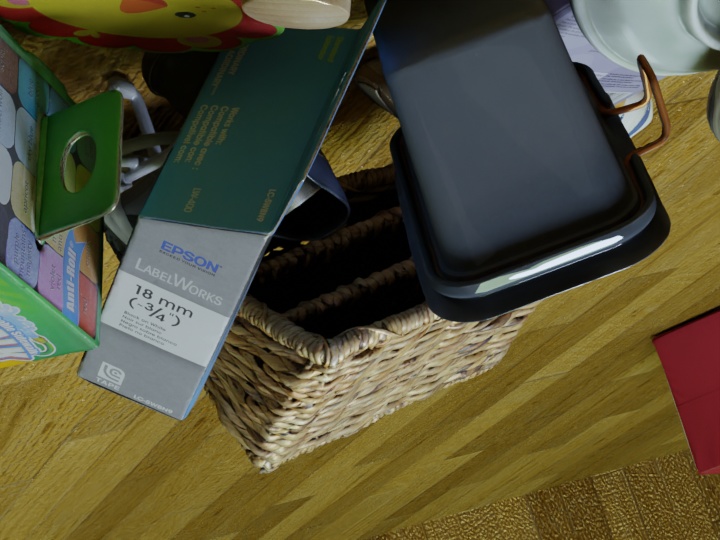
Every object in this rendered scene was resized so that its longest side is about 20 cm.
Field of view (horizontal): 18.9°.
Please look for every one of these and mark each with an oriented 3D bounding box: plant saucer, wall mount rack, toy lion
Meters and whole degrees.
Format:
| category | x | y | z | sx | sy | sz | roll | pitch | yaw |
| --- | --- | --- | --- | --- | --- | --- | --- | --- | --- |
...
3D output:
| category | x | y | z | sx | sy | sz | roll | pitch | yaw |
| --- | --- | --- | --- | --- | --- | --- | --- | --- | --- |
| plant saucer | 0.207 | -0.168 | 1.129 | 0.200 | 0.050 | 0.200 | -17 | 142 | -14 |
| wall mount rack | -0.199 | -0.059 | 1.132 | 0.200 | 0.075 | 0.174 | -25 | 168 | 21 |
| toy lion | -0.107 | -0.137 | 0.934 | 0.200 | 0.069 | 0.192 | 11 | 167 | -38 |

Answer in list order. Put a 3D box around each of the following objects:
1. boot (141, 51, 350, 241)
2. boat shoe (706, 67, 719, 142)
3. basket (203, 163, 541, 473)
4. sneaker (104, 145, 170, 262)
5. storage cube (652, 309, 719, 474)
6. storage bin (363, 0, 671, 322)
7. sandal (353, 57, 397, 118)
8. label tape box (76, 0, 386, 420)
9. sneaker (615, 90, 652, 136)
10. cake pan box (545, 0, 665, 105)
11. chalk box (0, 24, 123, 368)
| category | x | y | z | sx | sy | sz | roll | pitch | yaw |
| --- | --- | --- | --- | --- | --- | --- | --- | --- | --- |
| boot | -0.052 | -0.078 | 1.167 | 0.075 | 0.097 | 0.200 | -36 | 165 | 5 |
| boat shoe | 0.233 | -0.121 | 1.098 | 0.076 | 0.072 | 0.200 | -16 | 141 | -16 |
| basket | 0.000 | 0.000 | 1.276 | 0.200 | 0.143 | 0.149 | -23 | 159 | -29 |
| sneaker | -0.102 | -0.031 | 1.217 | 0.079 | 0.074 | 0.200 | -27 | -153 | 3 |
| storage cube | 0.466 | 0.123 | 2.476 | 0.180 | 0.171 | 0.200 | -25 | 165 | 28 |
| storage bin | 0.071 | -0.093 | 1.080 | 0.145 | 0.134 | 0.200 | -20 | -150 | 5 |
| sandal | 0.062 | -0.098 | 1.343 | 0.054 | 0.080 | 0.200 | -57 | 151 | 2 |
| label tape box | -0.062 | -0.043 | 1.033 | 0.063 | 0.144 | 0.200 | 25 | 139 | -3 |
| sneaker | 0.113 | -0.071 | 1.475 | 0.200 | 0.075 | 0.088 | -27 | 164 | 31 |
| cake pan box | 0.152 | -0.152 | 1.272 | 0.184 | 0.052 | 0.200 | -28 | 163 | 37 |
| chalk box | -0.193 | -0.031 | 1.000 | 0.200 | 0.125 | 0.124 | -11 | 150 | 19 |
